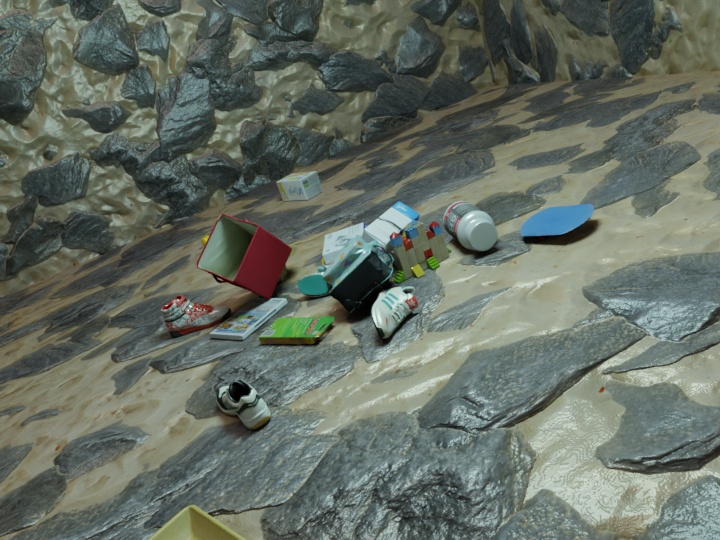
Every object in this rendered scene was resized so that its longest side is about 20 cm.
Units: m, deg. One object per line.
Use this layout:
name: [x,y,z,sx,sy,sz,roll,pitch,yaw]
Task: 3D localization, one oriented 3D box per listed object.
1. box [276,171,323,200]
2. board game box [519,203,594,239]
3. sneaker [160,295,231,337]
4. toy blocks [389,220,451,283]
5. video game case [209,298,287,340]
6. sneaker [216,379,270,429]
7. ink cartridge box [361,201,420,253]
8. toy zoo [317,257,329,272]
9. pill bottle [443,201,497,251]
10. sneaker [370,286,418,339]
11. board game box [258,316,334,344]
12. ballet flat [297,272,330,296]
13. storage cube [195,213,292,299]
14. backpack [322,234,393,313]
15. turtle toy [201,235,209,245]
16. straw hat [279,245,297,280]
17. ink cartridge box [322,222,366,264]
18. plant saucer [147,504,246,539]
box: [-0.292,-0.402,2.984,0.199,0.102,0.112,4,32,47]
board game box: [0.526,-0.119,1.669,0.158,0.039,0.199,-40,23,-31]
sneaker: [-0.501,0.121,1.889,0.199,0.109,0.067,-19,21,1]
toy blocks: [0.158,-0.073,1.738,0.198,0.138,0.100,-26,22,-18]
video game case: [-0.324,0.138,1.817,0.142,0.018,0.200,-1,28,38]
sneaker: [-0.262,0.268,1.351,0.075,0.088,0.199,-34,24,-30]
ink cartridge box: [0.074,-0.089,1.822,0.084,0.145,0.200,34,44,15]
toy zoo: [-0.047,-0.041,2.003,0.198,0.021,0.131,-22,21,-6]
pill bottle: [0.312,-0.122,1.759,0.110,0.112,0.200,-21,21,-4]
sneaker: [0.087,0.090,1.497,0.092,0.071,0.200,-19,18,19]
board game box: [-0.163,0.155,1.622,0.198,0.030,0.096,-7,25,36]
ballet flat: [-0.084,0.036,1.812,0.198,0.072,0.072,-11,23,17]
storage cube: [-0.344,-0.038,1.856,0.170,0.180,0.202,18,81,33]
backpack: [0.000,0.000,1.651,0.176,0.153,0.200,-47,-3,16]
turtle toy: [-0.529,-0.115,2.497,0.198,0.102,0.146,1,28,41]
straw hat: [-0.280,-0.005,2.034,0.199,0.086,0.201,-16,22,6]
ink cartridge box: [-0.024,-0.100,2.040,0.198,0.041,0.200,-18,21,6]
plant saucer: [-0.278,0.466,0.937,0.199,0.049,0.199,4,32,47]
